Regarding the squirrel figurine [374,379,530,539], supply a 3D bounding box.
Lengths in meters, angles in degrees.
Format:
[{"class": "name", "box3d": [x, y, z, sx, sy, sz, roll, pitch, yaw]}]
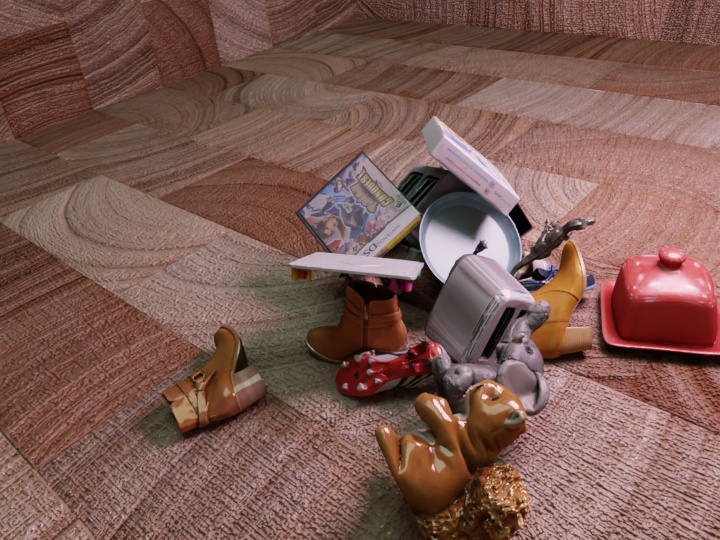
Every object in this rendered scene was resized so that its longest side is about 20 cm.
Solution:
[{"class": "squirrel figurine", "box3d": [0.138, 0.241, 0.802, 0.184, 0.142, 0.202, -27, 60, -1]}]

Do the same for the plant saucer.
[{"class": "plant saucer", "box3d": [0.198, -0.047, 1.169, 0.195, 0.027, 0.205, 5, 69, -11]}]

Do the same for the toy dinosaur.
[{"class": "toy dinosaur", "box3d": [0.319, -0.041, 1.124, 0.047, 0.200, 0.088, 43, 24, -3]}]

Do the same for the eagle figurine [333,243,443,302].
[{"class": "eagle figurine", "box3d": [0.046, 0.017, 1.216, 0.148, 0.155, 0.199, 0, 21, -30]}]

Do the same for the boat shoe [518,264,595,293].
[{"class": "boat shoe", "box3d": [0.333, 0.025, 1.170, 0.195, 0.070, 0.084, -11, -12, -10]}]

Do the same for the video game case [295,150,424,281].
[{"class": "video game case", "box3d": [-0.006, -0.104, 1.211, 0.180, 0.026, 0.201, -41, 60, 2]}]

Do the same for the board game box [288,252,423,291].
[{"class": "board game box", "box3d": [0.000, 0.000, 1.055, 0.195, 0.027, 0.200, 6, 7, 9]}]

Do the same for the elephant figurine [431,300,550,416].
[{"class": "elephant figurine", "box3d": [0.212, 0.160, 0.932, 0.195, 0.158, 0.142, -14, 25, -5]}]

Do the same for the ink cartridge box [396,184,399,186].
[{"class": "ink cartridge box", "box3d": [0.185, -0.151, 1.488, 0.144, 0.085, 0.198, -31, 39, -33]}]

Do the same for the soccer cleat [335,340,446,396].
[{"class": "soccer cleat", "box3d": [0.053, 0.166, 1.041, 0.196, 0.085, 0.070, -20, 57, 21]}]

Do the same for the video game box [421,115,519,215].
[{"class": "video game box", "box3d": [0.200, -0.200, 1.196, 0.047, 0.181, 0.201, -47, 15, 18]}]

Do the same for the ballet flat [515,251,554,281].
[{"class": "ballet flat", "box3d": [0.300, 0.006, 1.232, 0.196, 0.073, 0.069, -17, 32, -16]}]

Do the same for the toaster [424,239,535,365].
[{"class": "toaster", "box3d": [0.199, 0.068, 1.048, 0.112, 0.203, 0.129, 11, 23, -36]}]

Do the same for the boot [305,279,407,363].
[{"class": "boot", "box3d": [-0.014, 0.083, 1.086, 0.195, 0.157, 0.074, 5, 41, 19]}]

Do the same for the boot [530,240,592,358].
[{"class": "boot", "box3d": [0.311, 0.047, 1.095, 0.140, 0.071, 0.206, -3, 69, 8]}]

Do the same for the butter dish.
[{"class": "butter dish", "box3d": [0.514, 0.030, 1.080, 0.195, 0.151, 0.201, 4, 34, 16]}]

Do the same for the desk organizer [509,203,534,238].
[{"class": "desk organizer", "box3d": [0.262, -0.060, 1.311, 0.198, 0.073, 0.077, -33, -1, -35]}]

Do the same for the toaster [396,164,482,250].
[{"class": "toaster", "box3d": [0.131, -0.112, 1.289, 0.200, 0.119, 0.181, -48, 21, -1]}]

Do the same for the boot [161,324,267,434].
[{"class": "boot", "box3d": [-0.257, 0.181, 1.078, 0.153, 0.078, 0.200, -24, 43, -18]}]
